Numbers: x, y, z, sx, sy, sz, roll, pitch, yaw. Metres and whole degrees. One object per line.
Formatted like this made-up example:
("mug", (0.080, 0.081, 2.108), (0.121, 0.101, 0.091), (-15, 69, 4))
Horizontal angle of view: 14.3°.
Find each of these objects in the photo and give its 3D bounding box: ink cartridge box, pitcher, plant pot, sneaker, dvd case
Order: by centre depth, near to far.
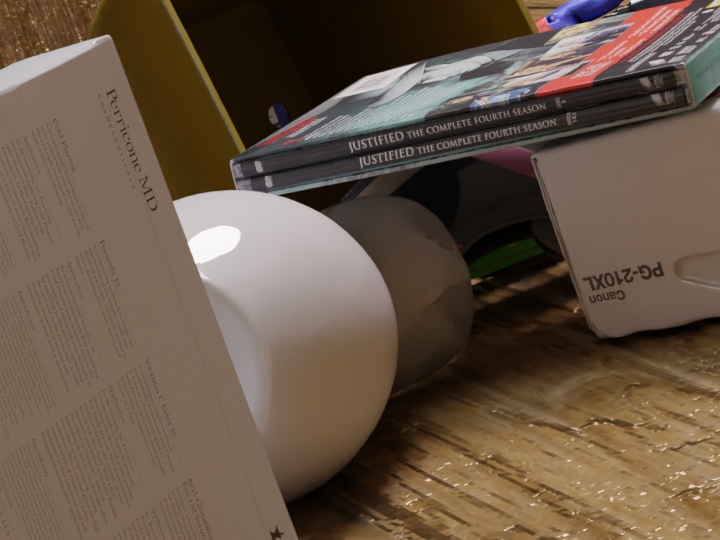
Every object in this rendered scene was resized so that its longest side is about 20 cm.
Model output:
("pitcher", (-0.059, 0.037, 1.123), (0.171, 0.122, 0.200), (-25, -1, 19))
("dvd case", (0.063, -0.074, 1.169), (0.199, 0.022, 0.146), (-10, 13, 26))
("ink cartridge box", (0.185, -0.055, 1.170), (0.144, 0.085, 0.200), (-13, 13, 38))
("sneaker", (0.091, -0.051, 1.275), (0.200, 0.082, 0.070), (-34, -10, 1))
("plant pot", (-0.035, -0.089, 1.512), (0.200, 0.200, 0.176), (-28, 1, -33))

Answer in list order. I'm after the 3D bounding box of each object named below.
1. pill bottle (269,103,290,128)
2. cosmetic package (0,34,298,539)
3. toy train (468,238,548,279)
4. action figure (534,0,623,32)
("pill bottle", (-0.048, -0.139, 1.705), (0.111, 0.201, 0.112), (-20, 11, 4))
("cosmetic package", (-0.103, 0.042, 0.926), (0.052, 0.201, 0.151), (-12, 13, 35))
("toy train", (0.000, 0.000, 1.322), (0.199, 0.057, 0.042), (-22, 16, -8))
("action figure", (0.134, -0.155, 1.783), (0.199, 0.065, 0.099), (-20, -6, 6))
